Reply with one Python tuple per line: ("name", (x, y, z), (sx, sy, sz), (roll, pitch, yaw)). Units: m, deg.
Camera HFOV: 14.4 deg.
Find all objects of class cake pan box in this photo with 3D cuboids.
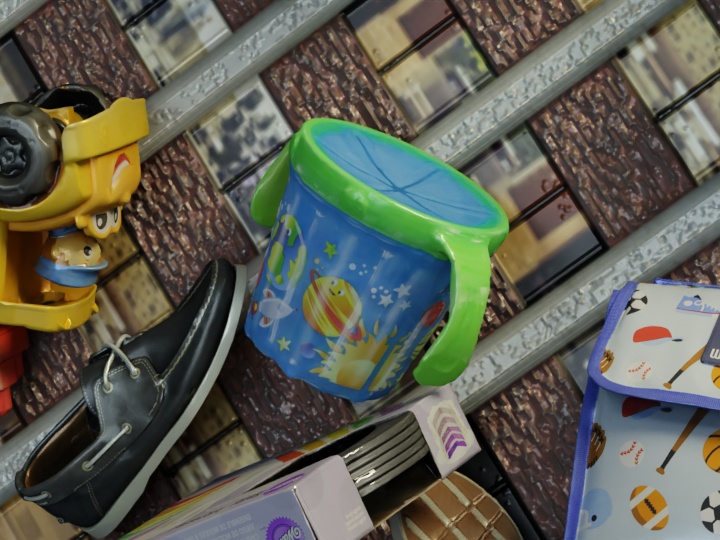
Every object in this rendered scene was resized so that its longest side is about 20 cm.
("cake pan box", (-0.050, 0.139, 1.602), (0.199, 0.184, 0.053), (-24, 95, 35))

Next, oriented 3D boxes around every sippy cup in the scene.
("sippy cup", (0.000, 0.000, 1.657), (0.139, 0.178, 0.131), (23, 107, -7))

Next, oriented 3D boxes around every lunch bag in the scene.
("lunch bag", (0.207, 0.107, 1.574), (0.169, 0.124, 0.201), (7, 75, 21))

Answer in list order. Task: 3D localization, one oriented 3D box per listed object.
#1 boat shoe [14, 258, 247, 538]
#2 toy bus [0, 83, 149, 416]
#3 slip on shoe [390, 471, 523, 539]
("boat shoe", (-0.134, 0.072, 1.705), (0.067, 0.072, 0.200), (29, 111, -19))
("toy bus", (-0.222, -0.009, 1.744), (0.199, 0.136, 0.193), (-9, 96, 17))
("slip on shoe", (0.080, 0.204, 1.643), (0.200, 0.076, 0.061), (50, 147, 25))
